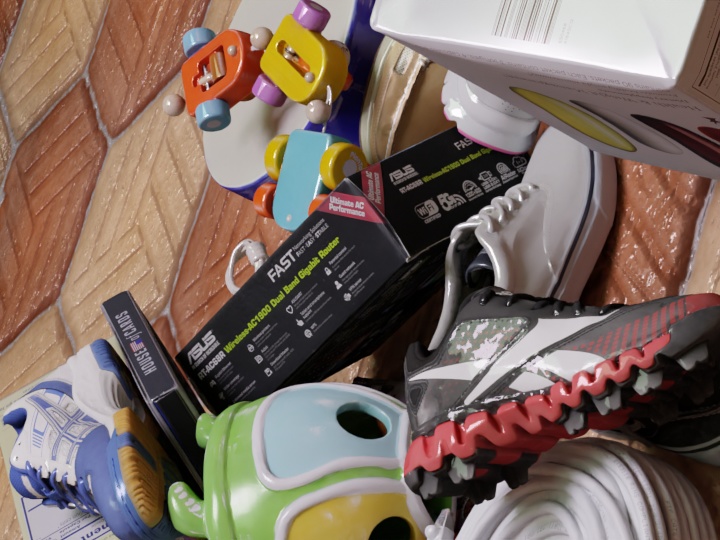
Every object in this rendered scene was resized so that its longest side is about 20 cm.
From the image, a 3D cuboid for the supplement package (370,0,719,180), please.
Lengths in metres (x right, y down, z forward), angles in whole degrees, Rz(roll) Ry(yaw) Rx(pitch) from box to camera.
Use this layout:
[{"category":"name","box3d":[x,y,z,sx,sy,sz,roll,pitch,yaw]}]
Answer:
[{"category":"supplement package","box3d":[0.152,-0.138,1.366,0.191,0.200,0.147,15,84,42]}]

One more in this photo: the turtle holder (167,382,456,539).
[{"category":"turtle holder","box3d":[-0.024,0.136,1.553,0.132,0.141,0.186,-17,6,17]}]

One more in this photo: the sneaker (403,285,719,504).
[{"category":"sneaker","box3d":[0.098,0.042,1.395,0.200,0.071,0.098,-26,66,32]}]

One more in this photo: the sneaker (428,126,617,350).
[{"category":"sneaker","box3d":[0.090,-0.013,1.578,0.073,0.071,0.200,-26,38,47]}]

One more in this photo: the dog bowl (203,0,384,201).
[{"category":"dog bowl","box3d":[-0.024,-0.133,1.895,0.200,0.079,0.200,-43,36,42]}]

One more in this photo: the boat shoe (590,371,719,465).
[{"category":"boat shoe","box3d":[0.146,0.052,1.445,0.199,0.068,0.074,11,80,63]}]

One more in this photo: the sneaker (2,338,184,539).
[{"category":"sneaker","box3d":[-0.154,0.117,1.613,0.088,0.075,0.200,-32,24,0]}]

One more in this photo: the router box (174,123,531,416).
[{"category":"router box","box3d":[0.000,0.000,1.674,0.062,0.150,0.200,53,130,9]}]

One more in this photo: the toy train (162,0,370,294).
[{"category":"toy train","box3d":[-0.050,-0.084,1.777,0.150,0.056,0.200,-39,52,36]}]

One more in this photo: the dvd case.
[{"category":"dvd case","box3d":[-0.089,0.120,1.714,0.025,0.200,0.150,-31,27,-3]}]

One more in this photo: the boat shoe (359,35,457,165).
[{"category":"boat shoe","box3d":[0.064,-0.144,1.757,0.076,0.072,0.200,24,94,48]}]

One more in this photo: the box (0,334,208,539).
[{"category":"box","box3d":[-0.133,0.172,1.743,0.097,0.176,0.200,-29,33,3]}]

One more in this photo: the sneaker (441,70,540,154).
[{"category":"sneaker","box3d":[0.104,-0.170,1.666,0.088,0.081,0.200,-46,34,51]}]

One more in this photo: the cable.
[{"category":"cable","box3d":[0.104,0.183,1.431,0.200,0.069,0.200,-23,52,55]}]

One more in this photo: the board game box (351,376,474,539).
[{"category":"board game box","box3d":[0.034,0.125,1.653,0.200,0.032,0.120,0,75,62]}]
